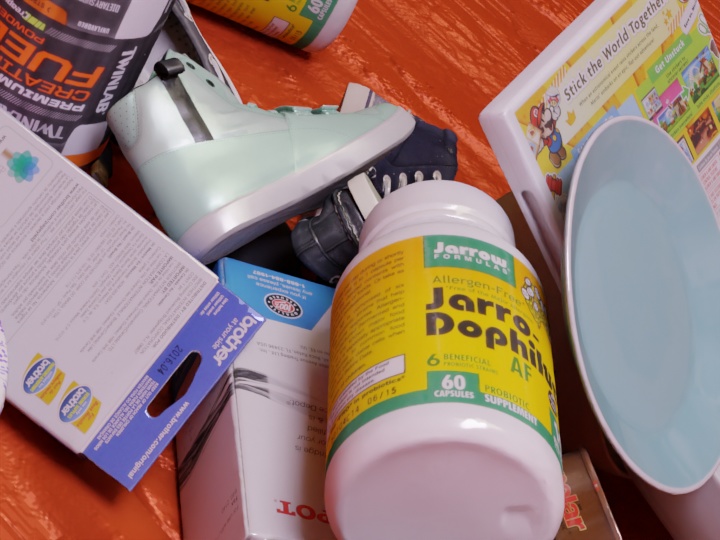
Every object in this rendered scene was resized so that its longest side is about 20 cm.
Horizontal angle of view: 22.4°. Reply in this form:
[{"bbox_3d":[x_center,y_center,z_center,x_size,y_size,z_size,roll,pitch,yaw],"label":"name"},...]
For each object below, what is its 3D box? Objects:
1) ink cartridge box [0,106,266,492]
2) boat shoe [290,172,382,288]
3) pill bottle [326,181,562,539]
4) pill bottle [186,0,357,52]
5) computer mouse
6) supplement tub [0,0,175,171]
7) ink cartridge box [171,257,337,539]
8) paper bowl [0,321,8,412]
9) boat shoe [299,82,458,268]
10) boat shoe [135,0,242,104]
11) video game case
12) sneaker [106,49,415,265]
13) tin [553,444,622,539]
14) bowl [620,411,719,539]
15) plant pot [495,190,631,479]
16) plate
[{"bbox_3d":[-0.161,0.012,0.960,0.200,0.042,0.120,37,79,8],"label":"ink cartridge box"},{"bbox_3d":[0.001,0.002,1.099,0.075,0.066,0.199,61,2,14],"label":"boat shoe"},{"bbox_3d":[0.040,0.048,0.908,0.112,0.113,0.201,22,36,-16],"label":"pill bottle"},{"bbox_3d":[-0.099,-0.244,1.318,0.199,0.113,0.113,21,36,-18],"label":"pill bottle"},{"bbox_3d":[-0.099,-0.037,1.122,0.140,0.046,0.201,19,37,-23],"label":"computer mouse"},{"bbox_3d":[-0.175,-0.125,1.029,0.106,0.200,0.107,20,35,-15],"label":"supplement tub"},{"bbox_3d":[-0.019,0.103,0.981,0.146,0.086,0.201,17,39,-23],"label":"ink cartridge box"},{"bbox_3d":[-0.269,0.052,0.822,0.200,0.105,0.201,22,36,-17],"label":"paper bowl"},{"bbox_3d":[0.016,-0.055,1.211,0.092,0.075,0.200,21,35,-5],"label":"boat shoe"},{"bbox_3d":[-0.140,-0.151,1.099,0.201,0.074,0.060,58,2,0],"label":"boat shoe"},{"bbox_3d":[0.159,-0.060,1.031,0.200,0.023,0.183,-45,117,-38],"label":"video game case"},{"bbox_3d":[-0.055,-0.090,1.047,0.200,0.074,0.118,-28,81,-47],"label":"sneaker"},{"bbox_3d":[0.133,0.176,0.955,0.112,0.042,0.200,-113,178,-47],"label":"tin"},{"bbox_3d":[0.239,0.121,1.091,0.200,0.075,0.200,53,37,2],"label":"bowl"},{"bbox_3d":[0.130,0.018,1.146,0.134,0.201,0.200,11,23,30],"label":"plant pot"},{"bbox_3d":[0.149,0.018,0.963,0.200,0.025,0.201,18,68,-51],"label":"plate"}]
